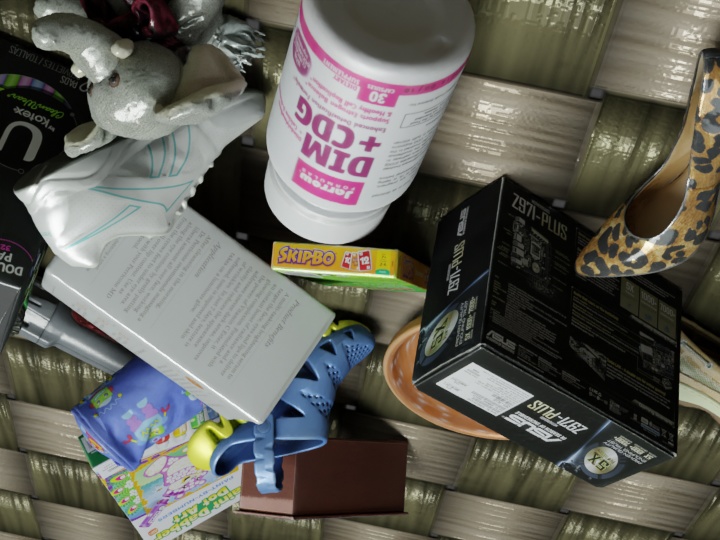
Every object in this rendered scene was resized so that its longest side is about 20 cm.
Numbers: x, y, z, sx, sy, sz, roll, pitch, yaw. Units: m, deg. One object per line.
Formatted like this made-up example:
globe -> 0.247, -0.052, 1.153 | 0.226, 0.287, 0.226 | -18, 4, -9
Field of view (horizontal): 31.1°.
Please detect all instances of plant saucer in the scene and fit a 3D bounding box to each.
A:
plant saucer -> 0.122, 0.089, 1.186 | 0.200, 0.038, 0.200 | 8, 142, 6

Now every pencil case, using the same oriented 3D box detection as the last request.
pencil case -> -0.157, 0.094, 1.150 | 0.078, 0.200, 0.087 | 36, 160, 48

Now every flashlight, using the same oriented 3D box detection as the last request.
flashlight -> -0.240, 0.066, 1.243 | 0.200, 0.068, 0.068 | 30, 180, -16

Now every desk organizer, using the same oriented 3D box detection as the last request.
desk organizer -> -0.033, 0.205, 1.290 | 0.072, 0.077, 0.200 | -1, 172, 34

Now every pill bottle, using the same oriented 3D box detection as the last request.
pill bottle -> -0.002, -0.112, 0.890 | 0.113, 0.114, 0.200 | 16, 144, -5

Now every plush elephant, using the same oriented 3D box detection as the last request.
plush elephant -> -0.151, -0.155, 0.841 | 0.165, 0.155, 0.200 | -20, 132, 36

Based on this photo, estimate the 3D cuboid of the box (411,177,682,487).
box -> 0.152, 0.051, 1.021 | 0.200, 0.164, 0.086 | 29, 141, -23

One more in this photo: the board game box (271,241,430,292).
board game box -> 0.000, 0.000, 1.042 | 0.095, 0.030, 0.200 | 4, 174, 11

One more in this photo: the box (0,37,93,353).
box -> -0.297, -0.063, 0.967 | 0.148, 0.200, 0.124 | 22, 145, -11

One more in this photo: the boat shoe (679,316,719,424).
boat shoe -> 0.333, 0.095, 1.112 | 0.200, 0.072, 0.076 | 22, 127, -15

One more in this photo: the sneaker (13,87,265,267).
sneaker -> -0.149, -0.072, 0.938 | 0.070, 0.200, 0.080 | 7, 124, 59

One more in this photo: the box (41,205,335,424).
box -> -0.143, 0.023, 1.038 | 0.200, 0.106, 0.152 | 37, 167, -10

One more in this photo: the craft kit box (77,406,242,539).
craft kit box -> -0.152, 0.173, 1.267 | 0.200, 0.049, 0.198 | -29, 149, -10

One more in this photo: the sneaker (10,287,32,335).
sneaker -> -0.362, 0.009, 1.197 | 0.200, 0.085, 0.078 | 2, 152, 39

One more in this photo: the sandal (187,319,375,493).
sandal -> -0.057, 0.129, 1.175 | 0.087, 0.200, 0.080 | 42, 170, 25

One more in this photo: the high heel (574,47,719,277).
high heel -> 0.208, -0.074, 0.907 | 0.200, 0.071, 0.143 | -32, 133, 24
